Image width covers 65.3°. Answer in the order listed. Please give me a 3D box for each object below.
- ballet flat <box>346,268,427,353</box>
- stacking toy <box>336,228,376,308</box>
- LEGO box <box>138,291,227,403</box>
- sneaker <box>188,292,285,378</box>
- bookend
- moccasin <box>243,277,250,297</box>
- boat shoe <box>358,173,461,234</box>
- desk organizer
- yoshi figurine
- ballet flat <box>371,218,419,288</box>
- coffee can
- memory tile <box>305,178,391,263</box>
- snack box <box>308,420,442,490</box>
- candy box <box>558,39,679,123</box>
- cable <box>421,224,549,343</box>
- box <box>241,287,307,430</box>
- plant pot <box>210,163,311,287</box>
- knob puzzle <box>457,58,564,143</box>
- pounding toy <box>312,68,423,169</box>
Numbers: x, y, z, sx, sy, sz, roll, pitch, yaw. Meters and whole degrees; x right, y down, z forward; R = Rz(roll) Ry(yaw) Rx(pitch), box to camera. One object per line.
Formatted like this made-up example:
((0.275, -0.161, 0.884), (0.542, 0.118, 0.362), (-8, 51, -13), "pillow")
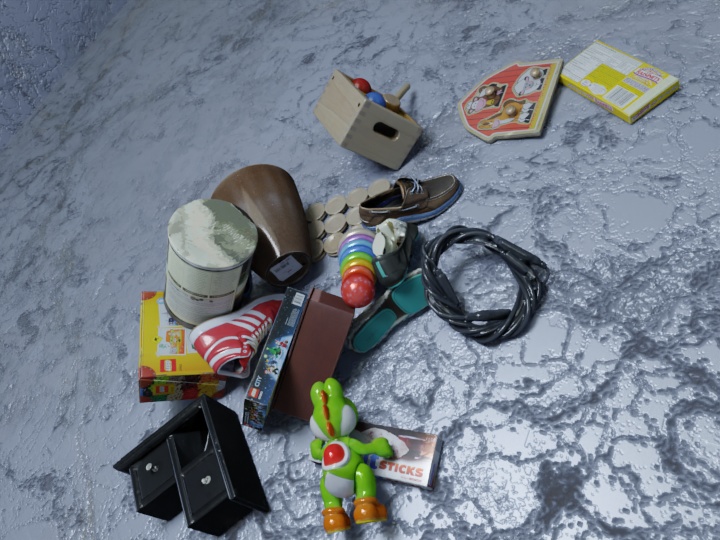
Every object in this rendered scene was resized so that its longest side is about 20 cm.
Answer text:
((0.051, 0.054, 0.934), (0.200, 0.072, 0.072), (-38, 46, 1), "ballet flat")
((0.000, 0.000, 0.939), (0.085, 0.086, 0.200), (-27, 21, 11), "stacking toy")
((-0.331, 0.135, 1.044), (0.148, 0.077, 0.201), (1, 46, -20), "LEGO box")
((-0.190, 0.118, 1.004), (0.199, 0.071, 0.113), (-24, 55, -29), "sneaker")
((-0.276, 0.344, 0.898), (0.200, 0.092, 0.199), (-38, 47, 3), "bookend")
((-0.274, -0.027, 1.187), (0.080, 0.068, 0.200), (-35, 46, 4), "moccasin")
((0.091, -0.131, 1.028), (0.199, 0.073, 0.072), (-27, 48, 0), "boat shoe")
((-0.075, 0.136, 0.902), (0.072, 0.077, 0.201), (-82, 11, -76), "desk organizer")
((-0.022, 0.255, 0.795), (0.112, 0.112, 0.201), (-48, 49, 53), "yoshi figurine")
((0.058, -0.047, 0.947), (0.068, 0.068, 0.200), (-32, 18, 24), "ballet flat")
((-0.269, -0.006, 0.992), (0.145, 0.200, 0.147), (11, 52, -14), "coffee can")
((-0.026, -0.099, 1.126), (0.199, 0.017, 0.154), (-17, 50, 19), "memory tile")
((0.019, 0.264, 0.825), (0.199, 0.024, 0.072), (0, 60, 31), "snack box")
((0.452, -0.342, 1.007), (0.102, 0.026, 0.200), (-35, 46, 3), "candy box")
((0.178, 0.017, 0.871), (0.199, 0.051, 0.164), (31, 88, 19), "cable")
((-0.141, 0.146, 0.926), (0.037, 0.137, 0.201), (19, 56, -2), "box")
((-0.175, -0.070, 1.087), (0.186, 0.187, 0.200), (-35, 55, 4), "plant pot")
((0.275, -0.337, 1.095), (0.219, 0.030, 0.221), (-20, 52, 27), "knob puzzle")
((0.034, -0.324, 1.152), (0.143, 0.199, 0.184), (-56, 42, 23), "pounding toy")
